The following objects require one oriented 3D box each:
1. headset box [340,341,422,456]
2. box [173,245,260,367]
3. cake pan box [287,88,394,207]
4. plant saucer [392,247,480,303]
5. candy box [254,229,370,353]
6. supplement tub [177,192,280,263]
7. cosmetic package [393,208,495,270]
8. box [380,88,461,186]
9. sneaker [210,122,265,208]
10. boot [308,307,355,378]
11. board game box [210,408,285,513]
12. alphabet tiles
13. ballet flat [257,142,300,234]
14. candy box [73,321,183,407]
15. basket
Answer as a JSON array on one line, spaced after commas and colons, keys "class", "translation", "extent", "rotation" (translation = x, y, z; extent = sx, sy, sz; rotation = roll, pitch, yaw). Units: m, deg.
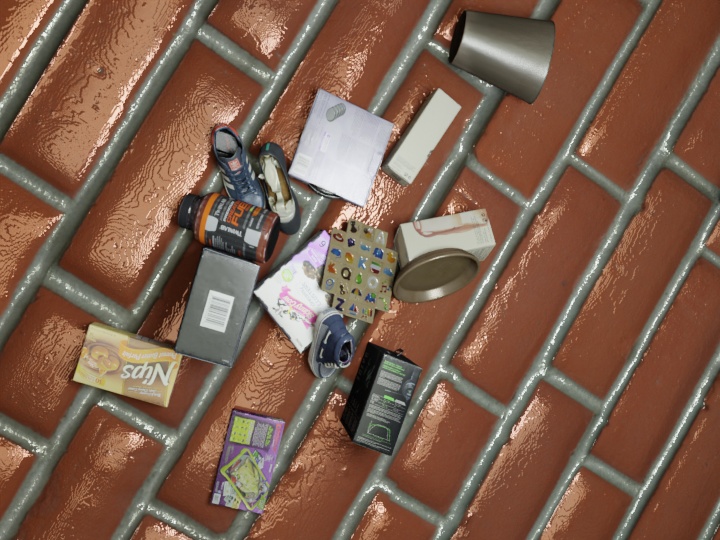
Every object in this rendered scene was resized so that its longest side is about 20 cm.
[{"class": "headset box", "translation": [0.042, 0.258, 1.563], "extent": [0.091, 0.174, 0.205], "rotation": [20, 88, -11]}, {"class": "box", "translation": [-0.285, 0.064, 1.473], "extent": [0.120, 0.198, 0.205], "rotation": [17, 90, -14]}, {"class": "cake pan box", "translation": [-0.043, -0.254, 1.581], "extent": [0.180, 0.052, 0.205], "rotation": [20, 89, -10]}, {"class": "plant saucer", "translation": [0.160, 0.009, 1.579], "extent": [0.194, 0.202, 0.030], "rotation": [-10, 62, -11]}, {"class": "candy box", "translation": [-0.106, 0.044, 1.572], "extent": [0.199, 0.071, 0.169], "rotation": [-40, 100, -8]}, {"class": "supplement tub", "translation": [-0.267, -0.093, 1.505], "extent": [0.195, 0.107, 0.110], "rotation": [17, 90, 3]}, {"class": "cosmetic package", "translation": [0.179, -0.060, 1.601], "extent": [0.194, 0.104, 0.090], "rotation": [-11, 73, -12]}, {"class": "box", "translation": [0.129, -0.285, 1.598], "extent": [0.068, 0.082, 0.202], "rotation": [35, 87, -10]}, {"class": "sneaker", "translation": [-0.255, -0.206, 1.522], "extent": [0.074, 0.084, 0.204], "rotation": [-28, 98, -8]}, {"class": "boot", "translation": [-0.058, 0.178, 1.528], "extent": [0.071, 0.091, 0.203], "rotation": [-19, 140, -22]}, {"class": "board game box", "translation": [-0.241, 0.408, 1.588], "extent": [0.117, 0.032, 0.206], "rotation": [15, 91, -7]}, {"class": "alphabet tiles", "translation": [0.000, 0.000, 1.559], "extent": [0.163, 0.006, 0.206], "rotation": [18, 72, -24]}, {"class": "ballet flat", "translation": [-0.171, -0.160, 1.527], "extent": [0.071, 0.073, 0.205], "rotation": [-16, 112, -10]}, {"class": "candy box", "translation": [-0.470, 0.192, 1.515], "extent": [0.195, 0.055, 0.119], "rotation": [18, 89, -12]}, {"class": "basket", "translation": [0.299, -0.474, 1.599], "extent": [0.194, 0.136, 0.186], "rotation": [13, 87, -8]}]
